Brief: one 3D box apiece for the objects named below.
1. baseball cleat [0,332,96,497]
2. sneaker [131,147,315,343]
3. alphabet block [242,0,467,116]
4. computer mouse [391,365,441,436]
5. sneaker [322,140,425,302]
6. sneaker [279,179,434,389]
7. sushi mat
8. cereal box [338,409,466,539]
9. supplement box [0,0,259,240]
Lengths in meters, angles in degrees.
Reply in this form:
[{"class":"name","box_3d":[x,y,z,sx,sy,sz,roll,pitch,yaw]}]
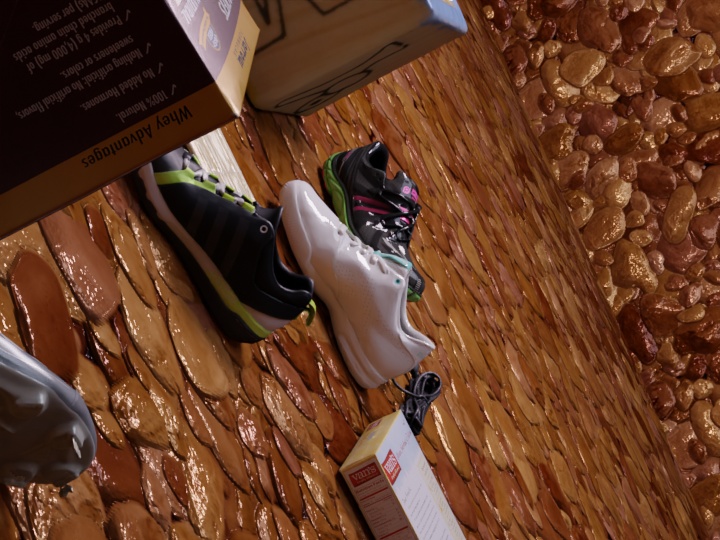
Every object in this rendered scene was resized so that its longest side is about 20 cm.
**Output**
[{"class":"baseball cleat","box_3d":[-0.194,0.027,0.855,0.200,0.069,0.107,50,19,-47]},{"class":"sneaker","box_3d":[-0.097,-0.040,1.315,0.201,0.082,0.072,59,14,-20]},{"class":"alphabet block","box_3d":[-0.034,-0.283,1.754,0.197,0.199,0.195,65,13,5]},{"class":"computer mouse","box_3d":[0.030,0.051,1.711,0.201,0.046,0.140,63,15,-4]},{"class":"sneaker","box_3d":[0.023,-0.055,1.777,0.077,0.083,0.201,45,18,-53]},{"class":"sneaker","box_3d":[0.000,0.000,1.600,0.201,0.088,0.075,63,15,-3]},{"class":"sushi mat","box_3d":[-0.132,-0.117,1.477,0.201,0.012,0.096,64,13,1]},{"class":"cereal box","box_3d":[0.053,0.227,1.488,0.201,0.039,0.144,63,13,-4]},{"class":"supplement box","box_3d":[-0.187,-0.141,0.911,0.201,0.196,0.133,59,14,-22]}]
